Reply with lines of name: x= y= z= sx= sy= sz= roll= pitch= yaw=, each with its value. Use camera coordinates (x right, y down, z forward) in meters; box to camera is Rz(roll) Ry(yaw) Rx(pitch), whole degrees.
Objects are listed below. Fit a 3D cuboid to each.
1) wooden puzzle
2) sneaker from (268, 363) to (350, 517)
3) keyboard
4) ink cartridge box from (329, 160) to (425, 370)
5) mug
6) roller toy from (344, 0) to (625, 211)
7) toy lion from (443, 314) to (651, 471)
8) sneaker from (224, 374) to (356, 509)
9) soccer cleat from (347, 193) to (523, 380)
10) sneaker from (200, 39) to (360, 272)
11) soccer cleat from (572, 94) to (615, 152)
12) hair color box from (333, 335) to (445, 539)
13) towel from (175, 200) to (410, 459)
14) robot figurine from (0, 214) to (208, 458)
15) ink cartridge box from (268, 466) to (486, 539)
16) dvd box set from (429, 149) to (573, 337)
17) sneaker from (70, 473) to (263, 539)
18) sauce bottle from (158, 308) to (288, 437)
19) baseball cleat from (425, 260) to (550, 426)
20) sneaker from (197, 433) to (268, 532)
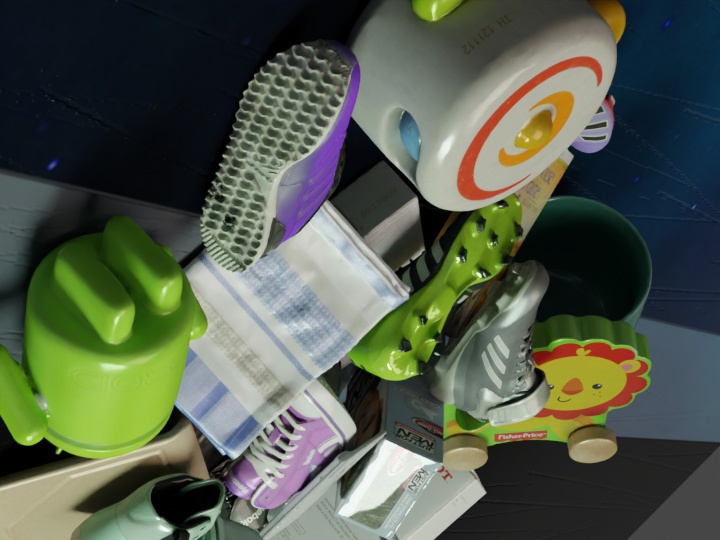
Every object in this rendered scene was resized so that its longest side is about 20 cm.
wooden puzzle: x=-0.223 y=0.189 z=1.516 sx=0.198 sy=0.037 sz=0.185 roll=-20 pitch=153 yaw=-7
sneaker: x=-0.055 y=0.158 z=1.719 sx=0.080 sy=0.070 sz=0.201 roll=-26 pitch=151 yaw=-37
keyboard: x=-0.038 y=0.194 z=1.612 sx=0.056 sy=0.011 sz=0.200 roll=-24 pitch=165 yaw=-37
ink cartridge box: x=0.000 y=0.000 z=1.557 sx=0.109 sy=0.050 sz=0.200 roll=-37 pitch=157 yaw=-12
mug: x=0.179 y=0.022 z=1.757 sx=0.183 sy=0.153 sz=0.115 roll=-1 pitch=151 yaw=-4
roller toy: x=0.091 y=-0.141 z=1.340 sx=0.199 sy=0.140 sz=0.183 roll=-5 pitch=138 yaw=-54
toy lion: x=0.167 y=0.107 z=1.697 sx=0.198 sy=0.069 sz=0.192 roll=-4 pitch=145 yaw=1
sneaker: x=-0.065 y=0.147 z=1.546 sx=0.114 sy=0.073 sz=0.201 roll=-34 pitch=154 yaw=-12
soccer cleat: x=0.060 y=0.005 z=1.508 sx=0.200 sy=0.081 sz=0.068 roll=-51 pitch=128 yaw=-24
sneaker: x=-0.043 y=-0.093 z=1.324 sx=0.099 sy=0.070 sz=0.201 roll=-25 pitch=154 yaw=-48
soccer cleat: x=0.164 y=-0.145 z=1.526 sx=0.077 sy=0.066 sz=0.200 roll=-56 pitch=154 yaw=-15
hair color box: x=0.029 y=0.138 z=1.674 sx=0.099 sy=0.060 sz=0.201 roll=-59 pitch=-166 yaw=29
towel: x=-0.074 y=0.035 z=1.424 sx=0.200 sy=0.024 sz=0.147 roll=-42 pitch=112 yaw=-2
robot figurine: x=-0.179 y=0.054 z=1.294 sx=0.175 sy=0.116 sz=0.201 roll=-35 pitch=157 yaw=-33
ink cartridge box: x=0.003 y=0.224 z=1.820 sx=0.200 sy=0.147 sz=0.086 roll=-40 pitch=158 yaw=-3
dvd box set: x=0.112 y=-0.036 z=1.616 sx=0.201 sy=0.029 sz=0.146 roll=-59 pitch=160 yaw=2
sneaker: x=-0.126 y=0.219 z=1.515 sx=0.199 sy=0.074 sz=0.118 roll=13 pitch=142 yaw=-45
sauce bottle: x=-0.115 y=0.083 z=1.509 sx=0.200 sy=0.066 sz=0.066 roll=-47 pitch=156 yaw=26
baseball cleat: x=0.133 y=0.065 z=1.583 sx=0.070 sy=0.106 sz=0.200 roll=-61 pitch=-175 yaw=-37
sneaker: x=-0.116 y=0.188 z=1.649 sx=0.066 sy=0.091 sz=0.200 roll=-36 pitch=156 yaw=-13
